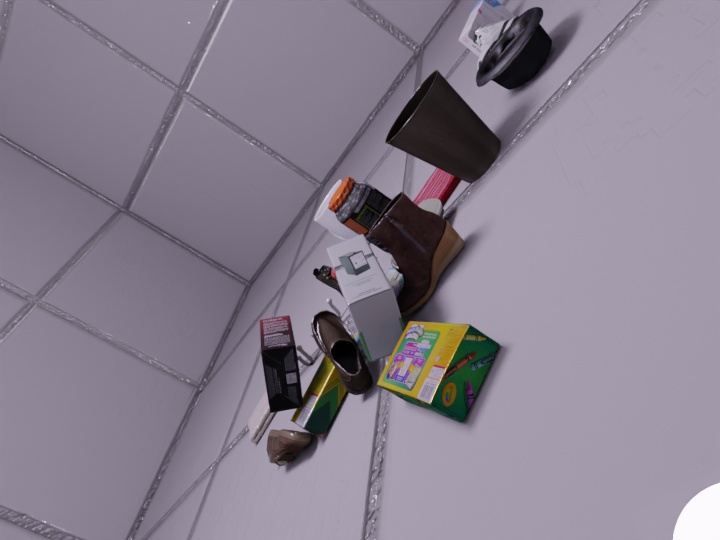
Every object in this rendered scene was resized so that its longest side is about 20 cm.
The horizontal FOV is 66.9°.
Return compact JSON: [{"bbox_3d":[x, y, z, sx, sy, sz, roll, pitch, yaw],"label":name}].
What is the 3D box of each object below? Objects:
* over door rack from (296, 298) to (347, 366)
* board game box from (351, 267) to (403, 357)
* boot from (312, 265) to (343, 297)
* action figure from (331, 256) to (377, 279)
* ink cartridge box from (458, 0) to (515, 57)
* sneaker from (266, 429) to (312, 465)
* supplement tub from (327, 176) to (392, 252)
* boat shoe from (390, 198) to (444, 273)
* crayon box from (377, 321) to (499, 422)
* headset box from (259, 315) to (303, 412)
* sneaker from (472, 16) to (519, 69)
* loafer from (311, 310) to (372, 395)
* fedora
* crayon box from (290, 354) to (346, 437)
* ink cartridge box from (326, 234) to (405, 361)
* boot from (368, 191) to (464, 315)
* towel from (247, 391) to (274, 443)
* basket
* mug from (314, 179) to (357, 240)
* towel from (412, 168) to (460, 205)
[{"bbox_3d":[-0.073,0.129,1.225,0.148,0.067,0.200,-59,11,-27],"label":"over door rack"},{"bbox_3d":[0.048,0.088,1.160,0.200,0.034,0.134,-60,14,-7],"label":"board game box"},{"bbox_3d":[-0.033,0.028,1.344,0.200,0.138,0.078,-26,34,62],"label":"boot"},{"bbox_3d":[0.000,0.000,1.182,0.200,0.099,0.065,15,-95,-71],"label":"action figure"},{"bbox_3d":[0.360,-0.686,1.573,0.068,0.115,0.200,-32,29,60],"label":"ink cartridge box"},{"bbox_3d":[-0.156,0.388,1.187,0.200,0.070,0.076,145,135,-63],"label":"sneaker"},{"bbox_3d":[0.025,-0.144,1.386,0.123,0.200,0.123,-51,16,21],"label":"supplement tub"},{"bbox_3d":[0.125,-0.063,1.137,0.072,0.060,0.202,9,52,30],"label":"boat shoe"},{"bbox_3d":[0.107,0.141,0.807,0.119,0.058,0.200,-61,15,-13],"label":"crayon box"},{"bbox_3d":[-0.180,0.200,1.224,0.200,0.075,0.149,-124,28,-70],"label":"headset box"},{"bbox_3d":[0.338,-0.587,1.444,0.115,0.076,0.201,14,60,46],"label":"sneaker"},{"bbox_3d":[-0.037,0.146,1.068,0.073,0.200,0.071,-28,-35,-15],"label":"loafer"},{"bbox_3d":[0.350,-0.473,1.210,0.201,0.091,0.201,-52,15,21],"label":"fedora"},{"bbox_3d":[-0.071,0.250,1.176,0.200,0.051,0.127,-62,12,-15],"label":"crayon box"},{"bbox_3d":[0.012,0.047,1.025,0.084,0.146,0.200,-21,34,-2],"label":"ink cartridge box"},{"bbox_3d":[0.080,-0.029,1.024,0.200,0.166,0.072,-54,19,12],"label":"boot"},{"bbox_3d":[-0.266,0.388,1.574,0.200,0.034,0.133,-59,14,-3],"label":"towel"},{"bbox_3d":[0.185,-0.288,1.155,0.180,0.200,0.136,-51,16,27],"label":"basket"},{"bbox_3d":[-0.039,-0.157,1.673,0.200,0.175,0.148,-37,25,55],"label":"mug"},{"bbox_3d":[0.181,-0.195,1.336,0.145,0.022,0.200,-55,14,7],"label":"towel"}]
